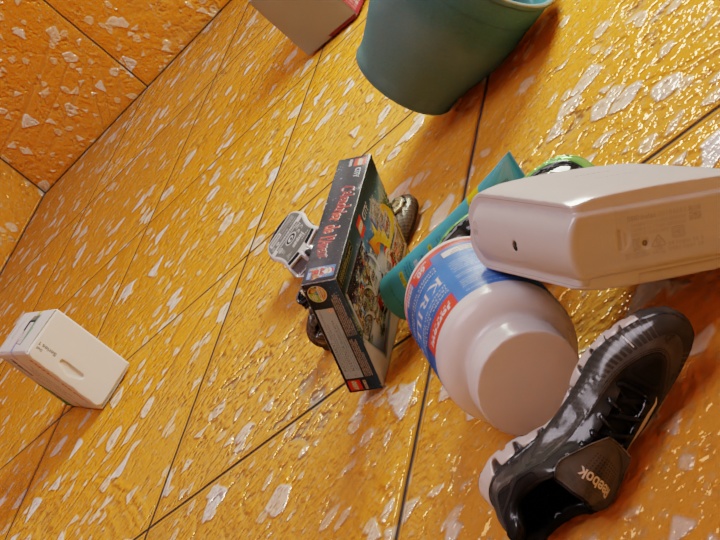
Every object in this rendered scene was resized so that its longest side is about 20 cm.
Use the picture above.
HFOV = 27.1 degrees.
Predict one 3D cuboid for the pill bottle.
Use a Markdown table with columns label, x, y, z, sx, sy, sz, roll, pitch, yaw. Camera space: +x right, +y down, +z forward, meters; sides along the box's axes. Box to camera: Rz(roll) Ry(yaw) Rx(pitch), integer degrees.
| label | x | y | z | sx | sy | sz | roll | pitch | yaw |
| --- | --- | --- | --- | --- | --- | --- | --- | --- | --- |
| pill bottle | 0.105 | 0.052 | 1.164 | 0.113 | 0.112 | 0.200 | -49 | 18 | 6 |

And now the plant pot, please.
| label | x | y | z | sx | sy | sz | roll | pitch | yaw |
| --- | --- | --- | --- | --- | --- | --- | --- | --- | --- |
| plant pot | 0.093 | -0.291 | 1.722 | 0.189 | 0.198 | 0.201 | -58 | 13 | 32 |

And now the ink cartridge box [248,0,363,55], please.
| label | x | y | z | sx | sy | sz | roll | pitch | yaw |
| --- | --- | --- | --- | --- | --- | --- | --- | --- | --- |
| ink cartridge box | -0.068 | -0.503 | 2.524 | 0.145 | 0.144 | 0.201 | -33 | 27 | 45 |

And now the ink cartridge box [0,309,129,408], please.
| label | x | y | z | sx | sy | sz | roll | pitch | yaw |
| --- | --- | --- | --- | --- | --- | --- | --- | --- | --- |
| ink cartridge box | -0.453 | 0.135 | 2.267 | 0.084 | 0.144 | 0.199 | -57 | 19 | -17 |

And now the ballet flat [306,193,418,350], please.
| label | x | y | z | sx | sy | sz | roll | pitch | yaw |
| --- | --- | --- | --- | --- | --- | --- | --- | --- | --- |
| ballet flat | -0.001 | -0.006 | 1.620 | 0.201 | 0.046 | 0.067 | -57 | 20 | -14 |

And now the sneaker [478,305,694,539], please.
| label | x | y | z | sx | sy | sz | roll | pitch | yaw |
| --- | --- | --- | --- | --- | --- | --- | --- | --- | --- |
| sneaker | 0.159 | 0.114 | 1.006 | 0.200 | 0.066 | 0.091 | -49 | 21 | 19 |

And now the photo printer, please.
| label | x | y | z | sx | sy | sz | roll | pitch | yaw |
| --- | --- | --- | --- | --- | --- | --- | --- | --- | --- |
| photo printer | 0.180 | -0.037 | 1.100 | 0.164 | 0.070 | 0.200 | -10 | 9 | -17 |

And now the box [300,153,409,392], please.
| label | x | y | z | sx | sy | sz | roll | pitch | yaw |
| --- | --- | --- | --- | --- | --- | --- | --- | --- | --- |
| box | 0.000 | 0.000 | 1.467 | 0.037 | 0.138 | 0.201 | -10 | 36 | 20 |

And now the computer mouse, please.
| label | x | y | z | sx | sy | sz | roll | pitch | yaw |
| --- | --- | --- | --- | --- | --- | --- | --- | --- | --- |
| computer mouse | -0.057 | -0.022 | 1.791 | 0.110 | 0.044 | 0.200 | -56 | 24 | 3 |

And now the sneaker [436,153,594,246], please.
| label | x | y | z | sx | sy | sz | roll | pitch | yaw |
| --- | --- | --- | --- | --- | --- | --- | --- | --- | --- |
| sneaker | 0.128 | -0.021 | 1.302 | 0.200 | 0.077 | 0.084 | -45 | 16 | 24 |

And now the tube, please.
| label | x | y | z | sx | sy | sz | roll | pitch | yaw |
| --- | --- | --- | --- | --- | --- | --- | --- | --- | --- |
| tube | 0.098 | -0.025 | 1.404 | 0.200 | 0.078 | 0.050 | -41 | -4 | 36 |
